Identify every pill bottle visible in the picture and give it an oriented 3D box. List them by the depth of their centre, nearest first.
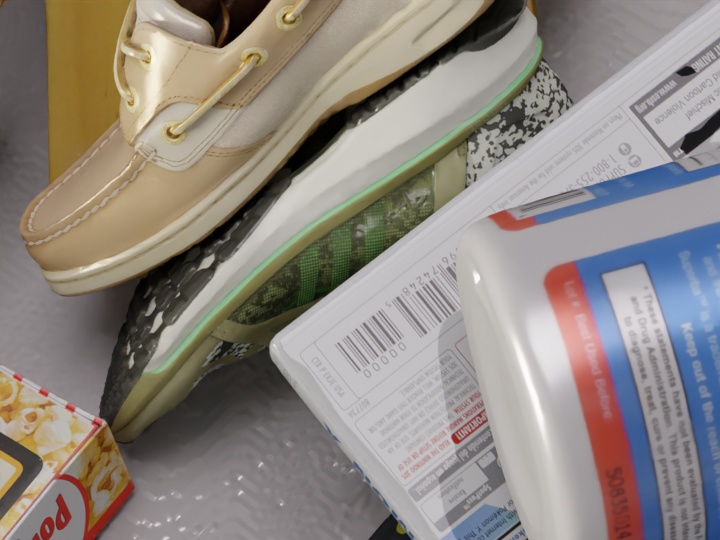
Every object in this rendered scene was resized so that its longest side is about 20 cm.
[{"bbox_3d":[0.136,0.014,0.831,0.199,0.112,0.113,-15,55,-5],"label":"pill bottle"}]

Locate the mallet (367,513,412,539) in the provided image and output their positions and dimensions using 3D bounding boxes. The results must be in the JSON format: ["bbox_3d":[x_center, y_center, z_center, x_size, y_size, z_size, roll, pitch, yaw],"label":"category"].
[{"bbox_3d":[-0.007,0.092,0.916,0.066,0.041,0.200,27,61,21],"label":"mallet"}]

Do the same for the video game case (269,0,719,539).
[{"bbox_3d":[0.104,0.034,0.894,0.200,0.022,0.183,-37,80,-10],"label":"video game case"}]

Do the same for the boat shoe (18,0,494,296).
[{"bbox_3d":[-0.042,-0.070,0.924,0.200,0.069,0.074,-38,25,20],"label":"boat shoe"}]

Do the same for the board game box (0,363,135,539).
[{"bbox_3d":[-0.193,0.099,0.935,0.151,0.046,0.200,28,66,26],"label":"board game box"}]

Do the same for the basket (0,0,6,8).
[{"bbox_3d":[-0.243,-0.072,0.970,0.200,0.149,0.143,-53,21,-22],"label":"basket"}]

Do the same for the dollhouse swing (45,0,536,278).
[{"bbox_3d":[-0.015,-0.104,1.046,0.199,0.177,0.182,-3,15,9],"label":"dollhouse swing"}]

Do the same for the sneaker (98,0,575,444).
[{"bbox_3d":[0.000,0.000,0.945,0.200,0.089,0.077,-41,16,12],"label":"sneaker"}]
